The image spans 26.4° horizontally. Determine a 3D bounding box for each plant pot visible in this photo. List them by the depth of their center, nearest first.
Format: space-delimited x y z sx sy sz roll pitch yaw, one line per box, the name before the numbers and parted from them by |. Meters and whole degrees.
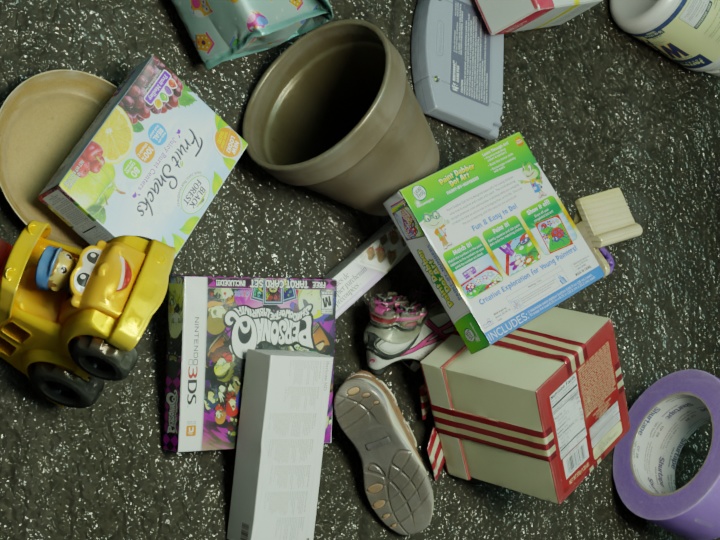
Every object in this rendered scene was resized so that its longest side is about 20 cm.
plant pot | -0.291 -0.108 1.578 0.200 0.027 0.200 15 66 -36
plant pot | -0.003 -0.155 1.738 0.174 0.200 0.200 39 53 -42

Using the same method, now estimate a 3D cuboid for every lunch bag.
lunch bag | -0.121 -0.337 1.734 0.200 0.122 0.170 -30 93 -49

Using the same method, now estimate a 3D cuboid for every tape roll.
tape roll | 0.418 0.231 1.928 0.085 0.200 0.200 28 59 -29

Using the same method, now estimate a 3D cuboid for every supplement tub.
supplement tub | 0.475 -0.375 2.216 0.200 0.145 0.145 23 62 -32

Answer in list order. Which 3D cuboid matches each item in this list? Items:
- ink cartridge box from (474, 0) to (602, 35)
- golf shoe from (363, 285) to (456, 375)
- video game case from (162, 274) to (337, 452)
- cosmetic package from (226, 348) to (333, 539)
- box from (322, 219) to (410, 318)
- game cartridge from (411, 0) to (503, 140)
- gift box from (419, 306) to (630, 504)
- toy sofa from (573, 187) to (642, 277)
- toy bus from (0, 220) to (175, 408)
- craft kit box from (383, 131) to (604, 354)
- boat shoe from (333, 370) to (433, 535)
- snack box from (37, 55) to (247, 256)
ink cartridge box | 0.222 -0.397 2.026 0.200 0.083 0.145 -19 83 -54
golf shoe | 0.073 0.069 1.799 0.200 0.073 0.092 -8 115 -47
video game case | -0.114 0.096 1.619 0.200 0.036 0.181 2 91 -39
cosmetic package | -0.084 0.184 1.593 0.082 0.051 0.200 5 92 -37
box | 0.000 0.000 1.771 0.200 0.041 0.039 -42 102 -41
game cartridge | 0.125 -0.277 1.969 0.133 0.041 0.200 20 63 -37
gift box | 0.181 0.158 1.769 0.185 0.187 0.200 -33 124 -40
toy sofa | 0.245 -0.016 1.871 0.083 0.200 0.098 -16 79 -42
toy bus | -0.291 0.017 1.430 0.192 0.200 0.136 32 56 -18
craft kit box | 0.153 -0.034 1.733 0.200 0.049 0.198 -27 87 -35
boat shoe | 0.033 0.199 1.708 0.072 0.076 0.200 -69 142 -69
snack box | -0.220 -0.103 1.581 0.142 0.053 0.200 44 53 -21
